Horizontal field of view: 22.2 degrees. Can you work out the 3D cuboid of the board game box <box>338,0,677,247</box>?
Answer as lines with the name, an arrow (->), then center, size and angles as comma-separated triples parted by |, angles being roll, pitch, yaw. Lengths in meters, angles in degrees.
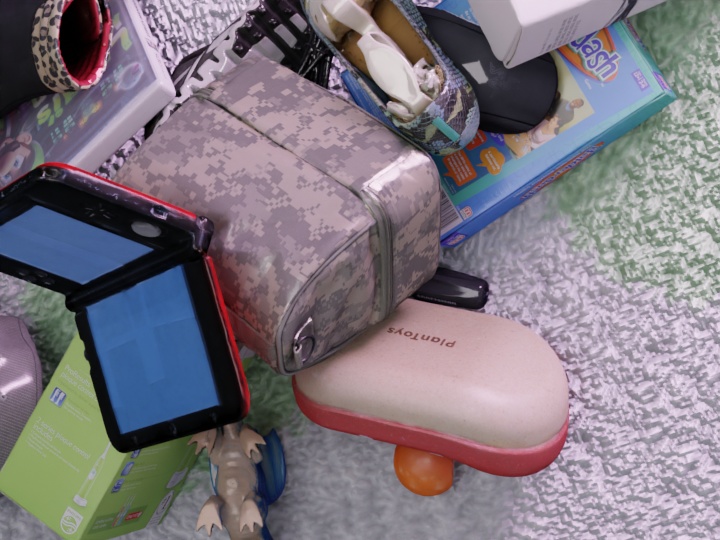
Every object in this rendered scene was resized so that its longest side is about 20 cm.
board game box -> 0.105, -0.134, 1.330 | 0.199, 0.045, 0.153 | -33, 78, 17

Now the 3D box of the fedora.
fedora -> -0.293, 0.100, 1.430 | 0.090, 0.177, 0.201 | -8, 52, -13

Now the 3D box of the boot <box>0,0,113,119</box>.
boot -> -0.248, -0.212, 1.404 | 0.153, 0.073, 0.205 | -9, 67, 41

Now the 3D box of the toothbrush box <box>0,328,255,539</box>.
toothbrush box -> -0.165, 0.094, 1.372 | 0.086, 0.145, 0.201 | 34, 101, 16

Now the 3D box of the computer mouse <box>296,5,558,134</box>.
computer mouse -> 0.032, -0.125, 1.308 | 0.199, 0.046, 0.141 | 24, 96, 20

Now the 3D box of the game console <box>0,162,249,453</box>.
game console -> -0.179, 0.030, 1.195 | 0.200, 0.172, 0.119 | -21, 54, 54

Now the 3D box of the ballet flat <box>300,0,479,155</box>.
ballet flat -> 0.010, -0.163, 1.265 | 0.074, 0.074, 0.200 | -48, 61, 13

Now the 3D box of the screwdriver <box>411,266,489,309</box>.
screwdriver -> 0.000, 0.000, 1.372 | 0.199, 0.029, 0.028 | 11, 93, 14

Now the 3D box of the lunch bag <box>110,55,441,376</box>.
lunch bag -> -0.066, -0.033, 1.268 | 0.200, 0.168, 0.140 | 35, 145, 26

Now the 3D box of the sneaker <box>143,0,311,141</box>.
sneaker -> -0.096, -0.155, 1.389 | 0.200, 0.090, 0.066 | -48, 116, -8

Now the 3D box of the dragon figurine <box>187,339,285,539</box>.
dragon figurine -> -0.089, 0.150, 1.379 | 0.058, 0.099, 0.201 | -7, 81, 6

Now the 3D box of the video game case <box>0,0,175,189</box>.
video game case -> -0.239, -0.128, 1.417 | 0.200, 0.023, 0.182 | -41, 45, 15

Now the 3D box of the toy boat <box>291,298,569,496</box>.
toy boat -> 0.052, 0.105, 1.323 | 0.199, 0.131, 0.131 | 12, 124, 20

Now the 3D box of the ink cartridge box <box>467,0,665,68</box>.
ink cartridge box -> 0.160, -0.249, 1.252 | 0.199, 0.084, 0.145 | -24, 80, -8
